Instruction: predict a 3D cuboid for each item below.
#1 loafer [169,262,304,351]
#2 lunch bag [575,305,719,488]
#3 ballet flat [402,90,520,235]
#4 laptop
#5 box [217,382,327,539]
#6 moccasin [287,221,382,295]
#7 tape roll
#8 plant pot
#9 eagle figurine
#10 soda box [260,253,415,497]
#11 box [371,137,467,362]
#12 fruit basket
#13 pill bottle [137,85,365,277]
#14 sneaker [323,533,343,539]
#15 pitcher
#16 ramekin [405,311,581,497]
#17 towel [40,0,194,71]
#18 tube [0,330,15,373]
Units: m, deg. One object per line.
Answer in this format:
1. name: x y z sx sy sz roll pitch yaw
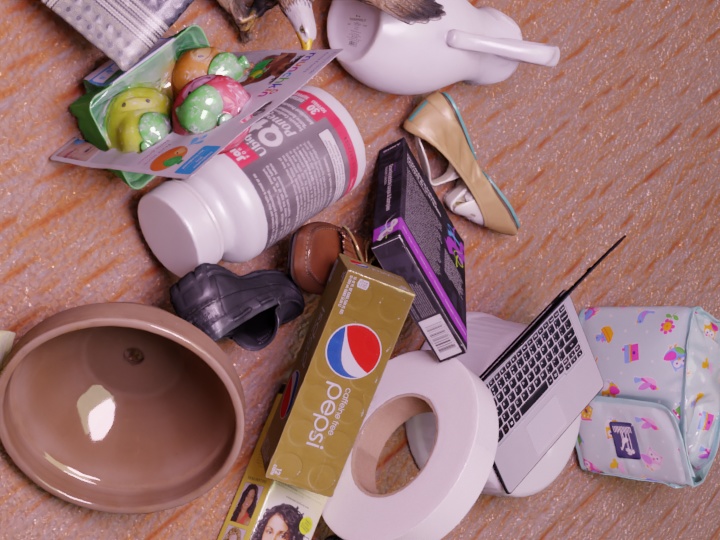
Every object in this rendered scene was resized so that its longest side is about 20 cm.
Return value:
1. loafer: -0.099 0.039 1.094 0.071 0.068 0.200 60 16 14
2. lunch bag: 0.336 0.148 1.452 0.121 0.169 0.203 20 76 -41
3. ballet flat: 0.104 -0.100 1.317 0.063 0.069 0.201 -37 122 -4
4. laptop: 0.204 0.097 1.243 0.187 0.115 0.202 -40 117 -32
5. box: -0.074 0.214 1.177 0.075 0.050 0.202 34 70 -36
6. moccasin: 0.000 0.002 1.183 0.201 0.077 0.075 31 68 -54
7. tape roll: 0.041 0.172 1.179 0.037 0.202 0.204 38 68 -34
8. plant pot: -0.190 0.095 1.014 0.202 0.199 0.093 54 19 -28
9. eagle figurine: -0.039 -0.261 1.082 0.152 0.198 0.152 69 23 -12
10. soda box: -0.022 0.094 1.103 0.067 0.064 0.202 20 101 -14
11. box: 0.060 -0.025 1.221 0.144 0.036 0.201 58 20 -26
12. fruit basket: -0.138 -0.139 1.007 0.185 0.199 0.094 -44 119 -30
13. pill bottle: -0.097 -0.076 1.104 0.199 0.110 0.112 -36 114 -34
14. sneaker: 0.007 0.337 1.251 0.096 0.079 0.202 -49 127 -48
15. pitcher: 0.082 -0.229 1.215 0.198 0.171 0.123 1 100 -42
16. ramekin: 0.150 0.148 1.339 0.199 0.097 0.203 -2 94 -41
17. towel: -0.201 -0.292 0.989 0.200 0.035 0.193 41 86 -9
18. tube: -0.353 0.060 0.930 0.199 0.052 0.058 24 117 -44
